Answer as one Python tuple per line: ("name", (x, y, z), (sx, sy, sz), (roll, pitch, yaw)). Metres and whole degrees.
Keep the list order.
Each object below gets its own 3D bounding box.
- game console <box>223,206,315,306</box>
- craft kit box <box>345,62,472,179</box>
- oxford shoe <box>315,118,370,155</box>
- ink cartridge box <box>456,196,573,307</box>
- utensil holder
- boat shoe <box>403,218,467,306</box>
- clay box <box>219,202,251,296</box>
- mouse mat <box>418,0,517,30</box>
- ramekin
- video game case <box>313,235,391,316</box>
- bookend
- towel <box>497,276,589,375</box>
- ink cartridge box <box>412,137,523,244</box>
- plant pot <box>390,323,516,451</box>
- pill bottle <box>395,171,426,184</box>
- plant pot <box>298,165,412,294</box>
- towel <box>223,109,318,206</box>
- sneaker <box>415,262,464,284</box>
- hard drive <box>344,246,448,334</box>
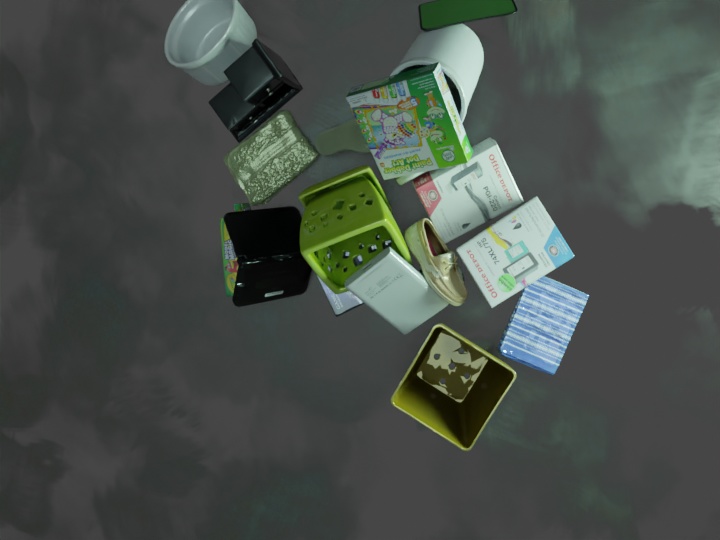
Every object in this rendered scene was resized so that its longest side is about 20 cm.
("game console", (-0.212, -0.033, 1.528), (0.116, 0.197, 0.178), (42, 128, 38))
("craft kit box", (0.097, -0.287, 1.335), (0.197, 0.049, 0.199), (-7, 130, 33))
("oxford shoe", (-0.015, -0.293, 1.475), (0.198, 0.057, 0.076), (-2, 112, 42))
("ink cartridge box", (0.327, -0.036, 1.448), (0.198, 0.146, 0.148), (-34, 83, 11))
("utensil holder", (0.157, -0.393, 1.380), (0.167, 0.201, 0.172), (15, 137, 14))
("boat shoe", (0.169, -0.020, 1.439), (0.202, 0.073, 0.069), (56, 134, 7))
("clay box", (-0.278, -0.050, 1.551), (0.047, 0.115, 0.204), (-4, 96, 9))
("mouse mat", (0.219, -0.546, 1.411), (0.196, 0.162, 0.008), (-7, 129, 8))
("ramekin", (-0.320, -0.502, 1.470), (0.197, 0.097, 0.204), (-13, 63, 27))
("video game case", (0.000, 0.000, 1.569), (0.197, 0.019, 0.145), (-26, 93, 10))
("bookend", (-0.244, -0.380, 1.463), (0.198, 0.200, 0.093), (-37, 91, 10))
("towel", (0.410, 0.121, 1.527), (0.143, 0.024, 0.203), (22, 99, 4))
("ink cartridge box", (0.232, -0.172, 1.470), (0.198, 0.085, 0.147), (-28, 107, 8))
("plant pot", (0.202, 0.233, 1.491), (0.198, 0.176, 0.202), (31, 101, 3))
("pill bottle", (0.087, -0.300, 1.473), (0.110, 0.111, 0.203), (-26, 93, 10))
("plant pot", (-0.018, -0.094, 1.459), (0.197, 0.199, 0.184), (-21, 57, 11))
("towel", (-0.207, -0.257, 1.556), (0.199, 0.036, 0.149), (-36, 92, 10))
("sneaker", (0.134, 0.027, 1.519), (0.196, 0.074, 0.090), (-12, 116, 0))
("hard drive", (0.079, 0.048, 1.453), (0.131, 0.027, 0.199), (-37, 124, 23))
